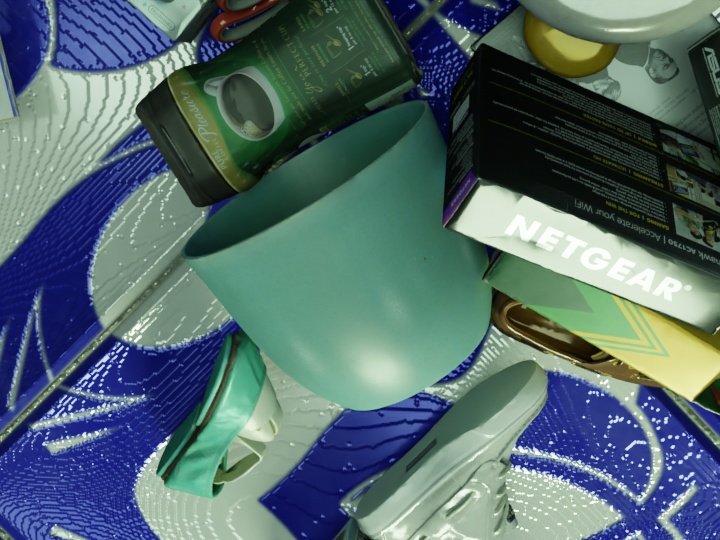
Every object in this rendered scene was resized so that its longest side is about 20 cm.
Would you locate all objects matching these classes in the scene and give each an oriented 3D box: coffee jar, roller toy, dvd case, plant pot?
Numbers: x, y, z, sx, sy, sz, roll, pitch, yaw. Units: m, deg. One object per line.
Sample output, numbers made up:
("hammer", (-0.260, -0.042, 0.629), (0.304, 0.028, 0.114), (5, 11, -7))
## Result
("coffee jar", (-0.062, -0.133, 0.818), (0.200, 0.085, 0.104), (-30, 97, 9))
("roller toy", (0.172, -0.242, 0.725), (0.182, 0.140, 0.200), (-20, 101, 14))
("dvd case", (0.202, -0.138, 0.824), (0.150, 0.025, 0.200), (-39, 96, 11))
("plant pot", (0.000, 0.000, 0.790), (0.200, 0.201, 0.161), (-29, 106, 10))

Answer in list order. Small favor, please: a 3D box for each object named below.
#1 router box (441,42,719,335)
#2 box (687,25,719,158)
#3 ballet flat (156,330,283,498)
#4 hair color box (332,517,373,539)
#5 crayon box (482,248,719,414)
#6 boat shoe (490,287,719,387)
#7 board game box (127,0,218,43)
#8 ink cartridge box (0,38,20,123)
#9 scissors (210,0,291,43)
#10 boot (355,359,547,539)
("router box", (0.155, -0.057, 0.736), (0.200, 0.149, 0.051), (21, 133, -12))
("box", (0.332, -0.075, 0.744), (0.193, 0.048, 0.200), (-9, 80, -26))
("ballet flat", (-0.098, 0.115, 0.852), (0.070, 0.067, 0.200), (22, 137, -10))
("hair color box", (0.036, 0.309, 0.908), (0.200, 0.061, 0.099), (40, 102, -2))
("crayon box", (0.193, 0.006, 0.778), (0.200, 0.127, 0.051), (30, 128, -4))
("boat shoe", (0.192, 0.051, 0.840), (0.200, 0.068, 0.072), (15, 102, 2))
("board game box", (-0.121, -0.290, 0.805), (0.148, 0.064, 0.200), (41, 100, -3))
("ink cartridge box", (-0.373, -0.194, 0.858), (0.200, 0.047, 0.198), (-10, 98, 5))
("scissors", (-0.025, -0.229, 0.828), (0.200, 0.073, 0.014), (-30, 71, -13))
("boot", (0.095, 0.163, 0.876), (0.096, 0.074, 0.200), (42, 110, -10))
